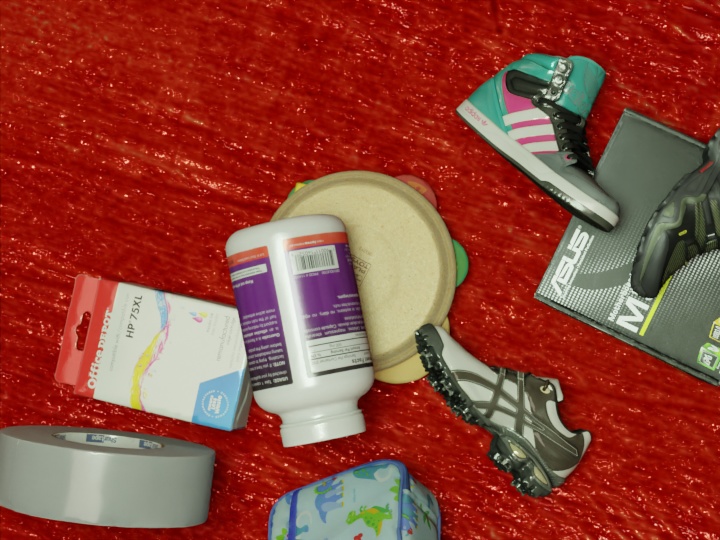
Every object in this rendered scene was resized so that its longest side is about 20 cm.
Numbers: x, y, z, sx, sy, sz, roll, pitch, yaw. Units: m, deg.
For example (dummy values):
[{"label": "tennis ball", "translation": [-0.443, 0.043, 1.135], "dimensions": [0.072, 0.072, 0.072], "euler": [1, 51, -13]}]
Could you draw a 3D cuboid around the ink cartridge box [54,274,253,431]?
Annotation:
[{"label": "ink cartridge box", "translation": [-0.199, 0.076, 1.607], "dimensions": [0.200, 0.067, 0.116], "euler": [12, 90, 9]}]

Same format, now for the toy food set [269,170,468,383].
[{"label": "toy food set", "translation": [0.000, 0.000, 1.592], "dimensions": [0.200, 0.049, 0.198], "euler": [12, 90, 9]}]

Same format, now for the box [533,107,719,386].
[{"label": "box", "translation": [0.289, -0.021, 1.554], "dimensions": [0.193, 0.048, 0.200], "euler": [27, 91, 6]}]

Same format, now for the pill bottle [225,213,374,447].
[{"label": "pill bottle", "translation": [-0.052, 0.054, 1.516], "dimensions": [0.112, 0.112, 0.200], "euler": [-11, 87, 7]}]

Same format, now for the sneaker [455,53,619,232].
[{"label": "sneaker", "translation": [0.192, -0.132, 1.537], "dimensions": [0.121, 0.084, 0.200], "euler": [-49, 59, 5]}]

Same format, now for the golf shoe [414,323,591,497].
[{"label": "golf shoe", "translation": [0.132, 0.114, 1.558], "dimensions": [0.094, 0.078, 0.200], "euler": [-41, 99, -7]}]

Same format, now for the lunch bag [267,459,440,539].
[{"label": "lunch bag", "translation": [-0.012, 0.280, 1.513], "dimensions": [0.161, 0.082, 0.200], "euler": [-20, 46, 26]}]

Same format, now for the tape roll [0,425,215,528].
[{"label": "tape roll", "translation": [-0.236, 0.188, 1.542], "dimensions": [0.200, 0.200, 0.066], "euler": [6, 90, 8]}]

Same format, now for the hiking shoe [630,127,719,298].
[{"label": "hiking shoe", "translation": [0.323, -0.047, 1.490], "dimensions": [0.101, 0.076, 0.200], "euler": [36, 91, 12]}]
